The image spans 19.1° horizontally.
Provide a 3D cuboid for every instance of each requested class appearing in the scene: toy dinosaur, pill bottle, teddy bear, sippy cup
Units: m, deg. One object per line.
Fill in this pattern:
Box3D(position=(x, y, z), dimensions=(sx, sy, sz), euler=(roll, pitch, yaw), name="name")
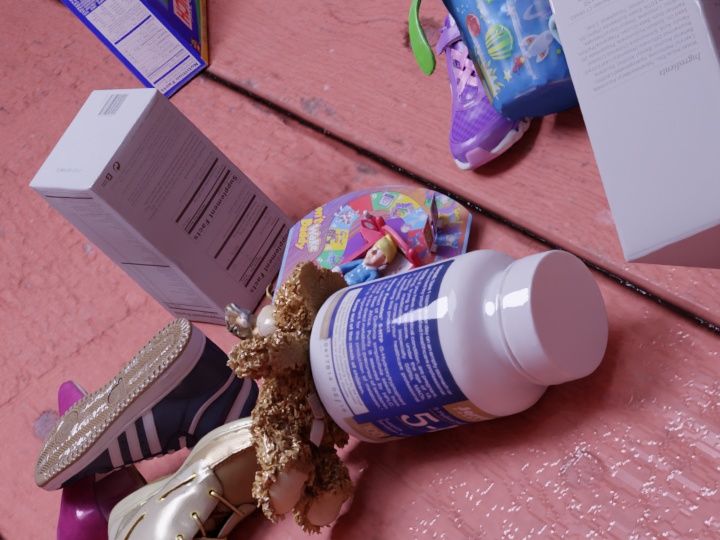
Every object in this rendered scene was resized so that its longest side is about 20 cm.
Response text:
Box3D(position=(-0.026, 0.048, 1.741), dimensions=(0.199, 0.060, 0.107), euler=(13, 74, 46), name="toy dinosaur")
Box3D(position=(0.072, 0.050, 1.532), dimensions=(0.199, 0.120, 0.120), euler=(-16, 41, 41), name="pill bottle")
Box3D(position=(-0.049, 0.096, 1.588), dimensions=(0.066, 0.144, 0.202), euler=(-13, 82, 36), name="teddy bear")
Box3D(position=(0.138, -0.196, 1.718), dimensions=(0.177, 0.139, 0.131), euler=(-19, 77, 20), name="sippy cup")

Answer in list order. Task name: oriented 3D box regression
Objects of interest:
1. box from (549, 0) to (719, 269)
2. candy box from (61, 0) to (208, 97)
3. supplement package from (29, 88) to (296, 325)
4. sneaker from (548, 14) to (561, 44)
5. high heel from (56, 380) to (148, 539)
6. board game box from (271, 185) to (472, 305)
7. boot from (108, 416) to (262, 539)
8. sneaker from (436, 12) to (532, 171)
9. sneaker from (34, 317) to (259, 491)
Box3D(position=(0.227, -0.113, 1.418), dimensions=(0.106, 0.152, 0.202), euler=(-23, 74, 33), name="box")
Box3D(position=(-0.252, -0.306, 2.287), dimensions=(0.077, 0.200, 0.170), euler=(-33, 33, 17), name="candy box")
Box3D(position=(-0.169, -0.054, 1.878), dimensions=(0.113, 0.200, 0.110), euler=(6, 57, 52), name="supplement package")
Box3D(position=(0.204, -0.138, 1.598), dimensions=(0.081, 0.074, 0.200), euler=(-18, 41, -14), name="sneaker")
Box3D(position=(-0.247, 0.171, 1.839), dimensions=(0.096, 0.068, 0.200), euler=(-36, 43, -4), name="high heel")
Box3D(position=(0.000, 0.000, 1.692), dimensions=(0.157, 0.039, 0.201), euler=(-2, 52, 20), name="board game box")
Box3D(position=(-0.123, 0.210, 1.628), dimensions=(0.199, 0.073, 0.156), euler=(-32, 32, 25), name="boot")
Box3D(position=(0.099, -0.173, 1.801), dimensions=(0.080, 0.088, 0.201), euler=(-21, 39, 34), name="sneaker")
Box3D(position=(-0.171, 0.134, 1.756), dimensions=(0.200, 0.108, 0.070), euler=(-41, 32, 21), name="sneaker")
